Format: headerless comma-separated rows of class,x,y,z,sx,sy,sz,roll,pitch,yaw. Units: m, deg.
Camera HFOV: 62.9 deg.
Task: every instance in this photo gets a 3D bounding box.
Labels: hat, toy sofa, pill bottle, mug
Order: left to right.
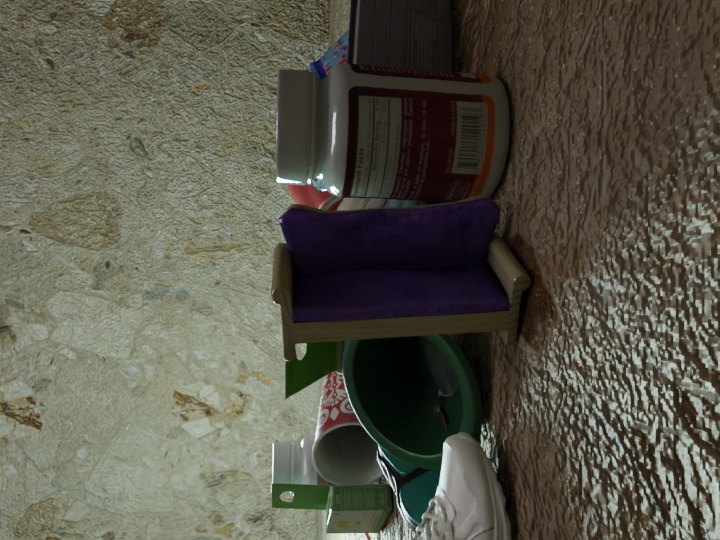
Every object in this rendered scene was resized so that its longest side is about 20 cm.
pill bottle,-0.067,0.368,1.104,0.114,0.195,0.117,-179,90,-82
mug,0.001,0.250,1.041,0.135,0.175,0.201,55,-169,-21
pill bottle,0.023,-0.122,0.529,0.114,0.195,0.117,-178,90,-82
toy sofa,0.028,0.004,0.472,0.083,0.195,0.100,-102,10,-62
hat,0.089,0.097,0.647,0.197,0.174,0.170,11,111,41

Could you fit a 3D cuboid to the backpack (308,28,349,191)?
backpack,-0.014,-0.211,0.768,0.199,0.134,0.184,-37,29,17

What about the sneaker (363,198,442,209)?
sneaker,0.042,-0.035,0.621,0.203,0.080,0.074,-65,-24,-21

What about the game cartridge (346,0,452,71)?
game cartridge,0.044,-0.230,0.643,0.038,0.127,0.205,-18,64,54

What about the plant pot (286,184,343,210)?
plant pot,-0.034,-0.142,1.089,0.179,0.196,0.203,-111,21,-45

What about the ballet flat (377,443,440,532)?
ballet flat,0.069,0.242,0.641,0.200,0.071,0.075,-144,56,-74

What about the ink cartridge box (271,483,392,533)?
ink cartridge box,-0.053,0.404,0.995,0.147,0.195,0.049,101,168,-52

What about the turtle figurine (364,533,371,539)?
turtle figurine,0.003,0.566,1.037,0.161,0.063,0.205,129,142,-78

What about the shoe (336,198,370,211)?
shoe,0.006,-0.063,0.705,0.202,0.052,0.071,-61,-35,-40

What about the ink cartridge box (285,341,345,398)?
ink cartridge box,-0.002,0.069,0.723,0.198,0.074,0.152,-18,-64,-54

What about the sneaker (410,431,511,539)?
sneaker,0.068,0.239,0.486,0.078,0.097,0.205,151,120,-81
